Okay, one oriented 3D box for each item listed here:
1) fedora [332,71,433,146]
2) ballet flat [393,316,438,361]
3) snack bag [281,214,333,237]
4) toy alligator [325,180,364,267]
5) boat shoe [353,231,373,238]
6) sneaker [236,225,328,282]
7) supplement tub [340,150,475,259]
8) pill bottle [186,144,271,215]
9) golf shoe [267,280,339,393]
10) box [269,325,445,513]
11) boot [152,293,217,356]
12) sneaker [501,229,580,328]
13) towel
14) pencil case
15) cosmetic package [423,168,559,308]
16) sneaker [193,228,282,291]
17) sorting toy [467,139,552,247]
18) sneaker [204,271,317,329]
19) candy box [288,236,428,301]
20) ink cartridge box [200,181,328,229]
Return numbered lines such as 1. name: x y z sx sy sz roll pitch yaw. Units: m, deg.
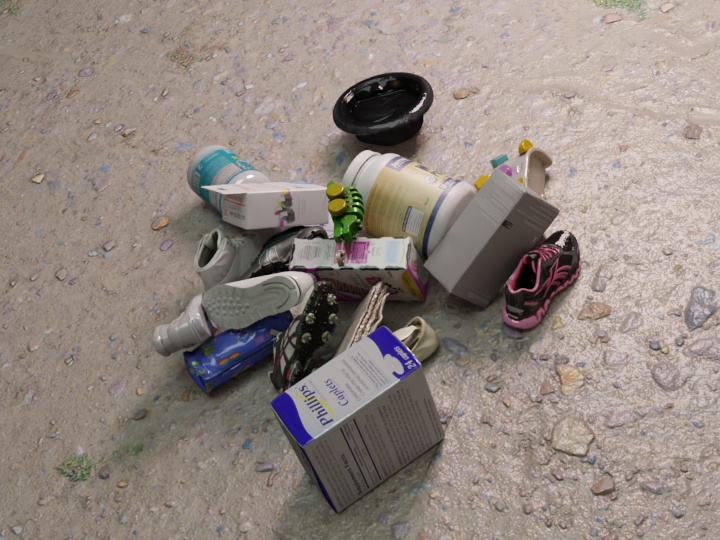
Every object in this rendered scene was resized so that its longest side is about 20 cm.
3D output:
1. fedora: 0.051 -0.299 1.970 0.200 0.092 0.201 -11 45 11
2. ballet flat: 0.035 0.144 1.571 0.200 0.069 0.069 -39 47 -17
3. snack bag: -0.106 -0.052 1.842 0.188 0.021 0.200 17 56 33
4. toy alligator: -0.018 -0.080 1.599 0.054 0.059 0.200 -15 43 5
5. boat shoe: 0.026 -0.076 1.804 0.062 0.073 0.200 -36 29 55
6. sneaker: -0.146 -0.012 1.767 0.200 0.075 0.079 -37 38 -24
7. supplement tub: 0.076 -0.110 1.691 0.200 0.144 0.144 24 59 20
8. pill bottle: -0.238 -0.155 1.925 0.111 0.111 0.200 -38 47 -17
9. golf shoe: -0.097 0.104 1.584 0.088 0.077 0.200 26 103 40
10. box: -0.001 0.211 1.434 0.200 0.184 0.105 -33 47 -13
11. boot: -0.297 0.092 1.683 0.096 0.074 0.200 -23 4 -1
12. sneaker: 0.286 -0.004 1.599 0.079 0.095 0.200 15 53 34
13. towel: -0.012 0.120 1.576 0.034 0.133 0.200 28 56 -4
14. pencil case: -0.191 0.125 1.662 0.200 0.078 0.087 -29 21 -6
15. cosmetic package: 0.206 -0.049 1.604 0.200 0.107 0.090 -57 46 12
16. sneaker: -0.214 -0.043 1.779 0.074 0.116 0.200 11 52 32
17. sorting toy: 0.228 -0.126 1.755 0.180 0.107 0.200 -18 41 31
18. sneaker: -0.163 0.043 1.636 0.200 0.076 0.080 -9 13 30
19. candy box: 0.000 0.000 1.661 0.200 0.136 0.061 -1 66 18
20. ink cartridge box: -0.169 -0.115 1.782 0.200 0.068 0.115 -5 13 -28
